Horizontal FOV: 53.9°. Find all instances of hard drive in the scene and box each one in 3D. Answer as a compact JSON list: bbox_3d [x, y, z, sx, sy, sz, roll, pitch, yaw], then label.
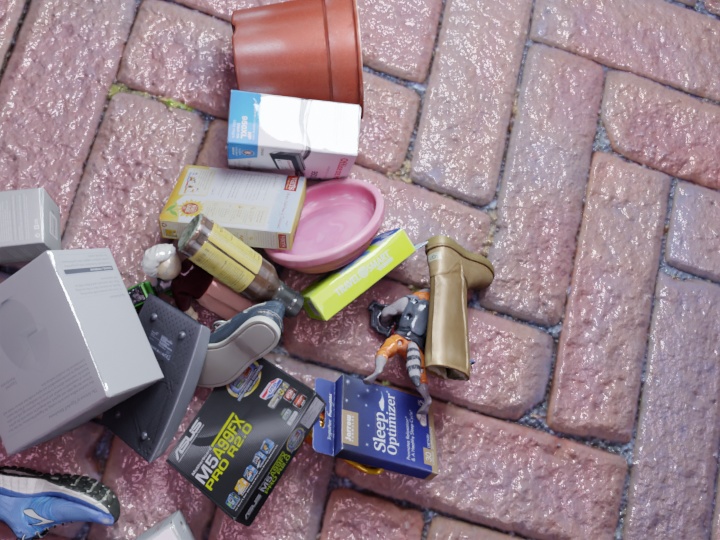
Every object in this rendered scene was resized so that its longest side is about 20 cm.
[{"bbox_3d":[-0.288,0.150,1.006,0.133,0.042,0.204,23,93,32],"label":"hard drive"}]

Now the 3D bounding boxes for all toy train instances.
[{"bbox_3d":[-0.280,0.013,1.073,0.197,0.056,0.042,-27,85,-13],"label":"toy train"}]

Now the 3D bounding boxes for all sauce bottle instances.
[{"bbox_3d":[-0.166,0.001,1.008,0.199,0.064,0.066,40,73,-27],"label":"sauce bottle"}]

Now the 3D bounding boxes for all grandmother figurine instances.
[{"bbox_3d":[-0.227,0.019,1.035,0.198,0.060,0.123,30,84,-32],"label":"grandmother figurine"}]

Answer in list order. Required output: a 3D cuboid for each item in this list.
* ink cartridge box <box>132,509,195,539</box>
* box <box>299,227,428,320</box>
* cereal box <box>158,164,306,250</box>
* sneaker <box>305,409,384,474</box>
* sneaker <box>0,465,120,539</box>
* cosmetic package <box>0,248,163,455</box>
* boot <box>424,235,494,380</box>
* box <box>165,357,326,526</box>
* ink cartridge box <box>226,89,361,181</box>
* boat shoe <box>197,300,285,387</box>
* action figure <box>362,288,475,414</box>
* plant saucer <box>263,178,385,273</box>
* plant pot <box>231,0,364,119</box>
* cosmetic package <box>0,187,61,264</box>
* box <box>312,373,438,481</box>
[{"bbox_3d":[-0.313,0.419,0.945,0.198,0.145,0.086,-33,86,-14],"label":"ink cartridge box"},{"bbox_3d":[0.000,0.000,1.089,0.198,0.122,0.048,-37,98,-14],"label":"box"},{"bbox_3d":[-0.186,-0.097,1.064,0.194,0.040,0.146,7,41,3],"label":"cereal box"},{"bbox_3d":[-0.043,0.239,1.063,0.196,0.077,0.074,26,78,-3],"label":"sneaker"},{"bbox_3d":[-0.432,0.332,0.984,0.195,0.079,0.092,9,85,0],"label":"sneaker"},{"bbox_3d":[-0.406,0.106,0.958,0.197,0.123,0.204,-28,83,20],"label":"cosmetic package"},{"bbox_3d":[0.151,0.070,1.084,0.173,0.065,0.205,24,57,-41],"label":"boot"},{"bbox_3d":[-0.164,0.231,1.016,0.158,0.044,0.202,25,74,33],"label":"box"},{"bbox_3d":[-0.105,-0.203,1.098,0.194,0.145,0.087,4,80,-8],"label":"ink cartridge box"},{"bbox_3d":[-0.183,0.103,1.019,0.075,0.199,0.062,43,34,-16],"label":"boat shoe"},{"bbox_3d":[0.102,0.115,1.090,0.196,0.105,0.197,23,56,-10],"label":"action figure"},{"bbox_3d":[-0.054,-0.064,1.082,0.198,0.200,0.052,-31,127,-13],"label":"plant saucer"},{"bbox_3d":[-0.098,-0.334,1.111,0.190,0.201,0.206,-5,80,-2],"label":"plant pot"},{"bbox_3d":[-0.543,-0.056,1.015,0.195,0.107,0.093,-4,80,-12],"label":"cosmetic package"},{"bbox_3d":[0.024,0.228,1.047,0.196,0.033,0.123,19,47,-21],"label":"box"}]
